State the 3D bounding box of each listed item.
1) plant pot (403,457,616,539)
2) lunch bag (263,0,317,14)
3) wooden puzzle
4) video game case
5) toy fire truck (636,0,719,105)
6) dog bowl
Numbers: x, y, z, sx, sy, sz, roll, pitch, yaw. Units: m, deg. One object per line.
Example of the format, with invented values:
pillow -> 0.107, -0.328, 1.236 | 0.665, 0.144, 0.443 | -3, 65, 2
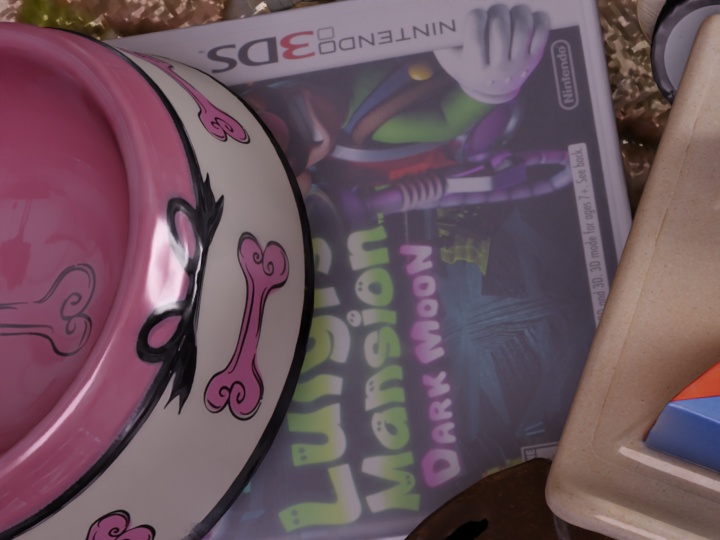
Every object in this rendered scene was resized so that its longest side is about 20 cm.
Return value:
plant pot -> 0.083, 0.171, 0.797 | 0.200, 0.200, 0.198 | -4, 132, 8
lunch bag -> 0.014, -0.191, 0.870 | 0.164, 0.118, 0.200 | -17, 110, 11
wooden puzzle -> 0.166, 0.017, 0.756 | 0.185, 0.200, 0.046 | 20, 144, 3
video game case -> 0.000, 0.000, 0.871 | 0.182, 0.023, 0.200 | -9, 65, 6
toy fire truck -> 0.212, -0.118, 0.870 | 0.176, 0.129, 0.200 | 32, 113, 0
dog bowl -> -0.118, 0.009, 0.844 | 0.200, 0.074, 0.200 | -11, 66, 26
